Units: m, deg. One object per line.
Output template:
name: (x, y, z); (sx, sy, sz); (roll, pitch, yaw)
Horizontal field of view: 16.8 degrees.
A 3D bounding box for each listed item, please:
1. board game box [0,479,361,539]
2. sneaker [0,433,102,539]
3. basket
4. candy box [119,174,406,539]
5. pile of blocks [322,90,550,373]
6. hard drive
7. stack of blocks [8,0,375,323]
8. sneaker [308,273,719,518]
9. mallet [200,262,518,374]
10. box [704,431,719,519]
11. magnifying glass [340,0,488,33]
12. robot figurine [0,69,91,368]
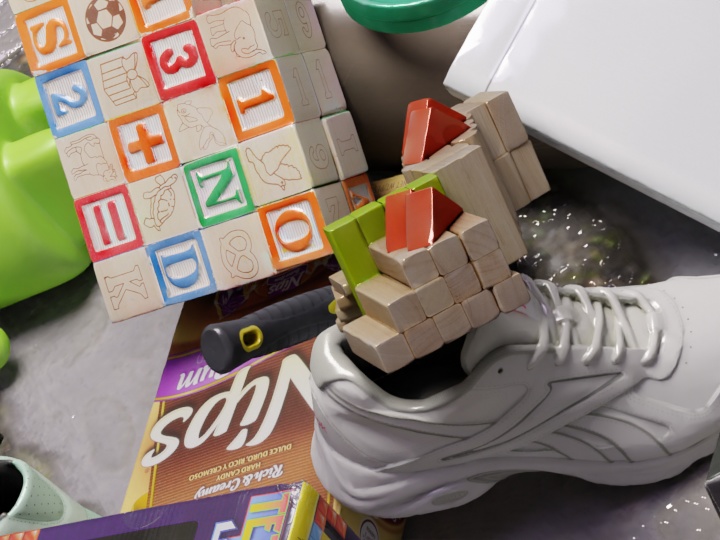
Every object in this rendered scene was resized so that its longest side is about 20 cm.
board game box: (-0.096, 0.183, 0.911); (0.165, 0.057, 0.200); (-12, 43, 31)
sneaker: (-0.198, 0.141, 1.072); (0.200, 0.118, 0.074); (-26, 41, 18)
basket: (0.029, -0.108, 1.126); (0.200, 0.136, 0.180); (4, 12, 32)
candy box: (-0.029, 0.055, 1.073); (0.117, 0.056, 0.200); (-11, 47, 29)
pile of blocks: (0.021, -0.026, 0.927); (0.082, 0.062, 0.200); (-21, 13, 14)
hard drive: (0.152, -0.087, 0.990); (0.200, 0.027, 0.132); (28, 86, 16)
stack of blocks: (-0.078, -0.090, 1.061); (0.115, 0.200, 0.059); (-18, 1, 25)
sneaker: (0.073, 0.036, 0.949); (0.200, 0.099, 0.078); (-16, 52, -1)
mallet: (0.000, 0.000, 1.000); (0.041, 0.200, 0.066); (-13, 87, 37)
box: (0.211, 0.051, 0.776); (0.148, 0.124, 0.200); (-18, 20, 25)
magnifying glass: (0.058, -0.176, 1.069); (0.080, 0.022, 0.200); (17, 54, 33)
robot figurine: (-0.215, -0.031, 1.258); (0.200, 0.116, 0.176); (-22, 46, 21)
